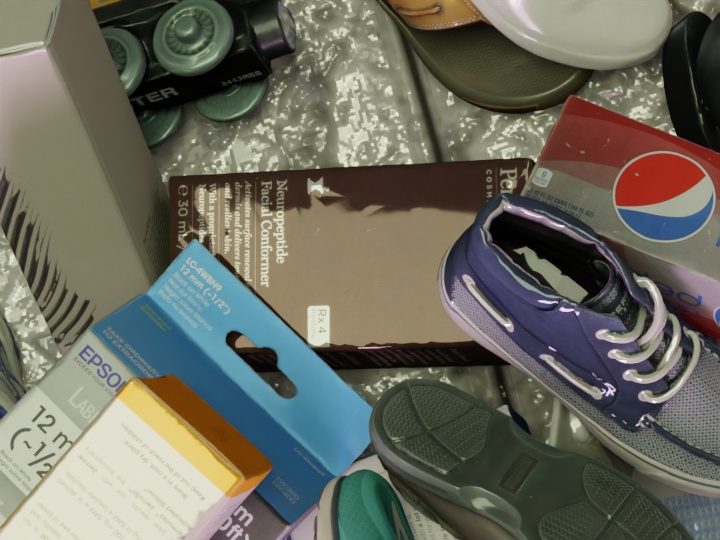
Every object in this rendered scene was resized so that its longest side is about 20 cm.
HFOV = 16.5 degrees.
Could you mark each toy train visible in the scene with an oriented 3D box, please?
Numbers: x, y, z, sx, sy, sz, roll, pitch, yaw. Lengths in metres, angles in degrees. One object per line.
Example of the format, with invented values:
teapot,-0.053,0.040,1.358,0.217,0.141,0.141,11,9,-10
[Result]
toy train,-0.133,-0.129,1.370,0.199,0.085,0.114,-16,63,13

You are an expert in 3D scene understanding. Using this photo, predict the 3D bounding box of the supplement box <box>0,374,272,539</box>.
supplement box,-0.137,0.144,1.158,0.073,0.126,0.200,41,91,4

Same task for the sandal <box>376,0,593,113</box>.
sandal,0.045,-0.164,1.343,0.082,0.055,0.200,-38,74,4

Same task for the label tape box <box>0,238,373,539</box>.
label tape box,-0.106,0.102,1.251,0.143,0.066,0.200,43,93,6

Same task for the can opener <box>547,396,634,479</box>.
can opener,0.120,0.024,1.279,0.053,0.067,0.201,22,61,-24

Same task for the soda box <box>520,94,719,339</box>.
soda box,0.178,-0.010,1.217,0.199,0.063,0.070,23,68,13

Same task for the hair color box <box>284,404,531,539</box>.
hair color box,0.005,0.153,1.291,0.199,0.061,0.100,-21,74,9

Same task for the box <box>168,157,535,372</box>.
box,0.000,0.000,1.315,0.199,0.075,0.101,-3,79,11

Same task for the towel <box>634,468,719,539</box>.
towel,0.196,0.148,1.245,0.146,0.024,0.201,-13,77,30

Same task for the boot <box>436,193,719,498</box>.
boot,0.128,0.039,1.188,0.199,0.090,0.073,30,72,1

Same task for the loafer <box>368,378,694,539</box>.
loafer,0.090,0.125,1.206,0.200,0.063,0.072,35,62,24

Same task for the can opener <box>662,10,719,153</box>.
can opener,0.216,-0.046,1.285,0.063,0.079,0.201,-14,81,-22

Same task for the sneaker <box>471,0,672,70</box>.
sneaker,0.083,-0.179,1.277,0.200,0.088,0.075,34,65,-6

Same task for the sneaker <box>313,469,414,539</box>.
sneaker,0.040,0.168,1.178,0.080,0.077,0.200,-43,47,15

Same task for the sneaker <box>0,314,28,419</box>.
sneaker,-0.221,0.060,1.349,0.075,0.088,0.200,-45,72,4

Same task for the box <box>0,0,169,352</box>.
box,-0.154,-0.057,1.294,0.068,0.201,0.082,-10,39,12
